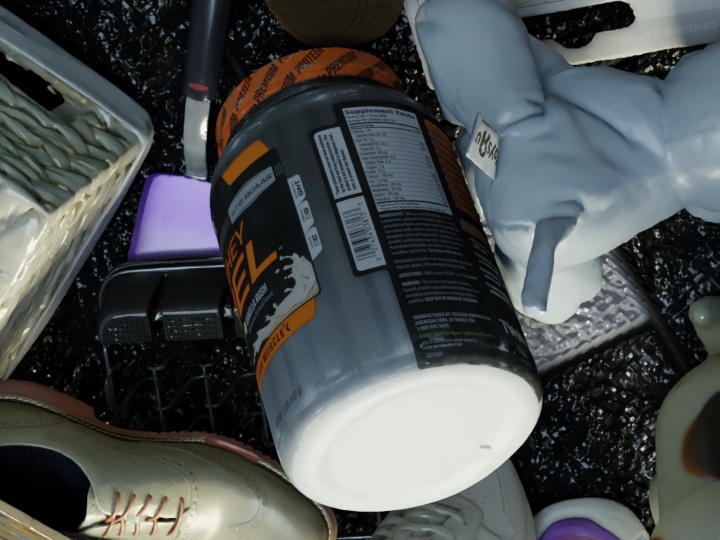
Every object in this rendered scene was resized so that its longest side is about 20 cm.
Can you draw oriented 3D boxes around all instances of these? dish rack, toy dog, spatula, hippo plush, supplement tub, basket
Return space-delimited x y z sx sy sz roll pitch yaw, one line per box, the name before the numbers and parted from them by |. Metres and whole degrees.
dish rack | -0.056 0.093 1.117 0.153 0.055 0.200 -2 112 10
toy dog | 0.193 0.122 0.986 0.139 0.200 0.194 -4 109 16
spatula | -0.082 -0.076 1.080 0.056 0.021 0.200 14 121 7
hippo plush | 0.123 -0.074 0.962 0.161 0.200 0.160 -20 84 2
supplement tub | 0.000 0.000 0.991 0.122 0.200 0.123 -12 143 -9
basket | -0.218 -0.020 1.082 0.135 0.123 0.200 36 118 1

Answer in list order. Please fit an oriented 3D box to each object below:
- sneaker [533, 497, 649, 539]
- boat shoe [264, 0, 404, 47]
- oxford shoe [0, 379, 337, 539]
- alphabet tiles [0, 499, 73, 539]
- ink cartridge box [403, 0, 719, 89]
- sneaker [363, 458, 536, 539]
sneaker | 0.129 0.222 1.102 0.080 0.088 0.200 -15 106 18
boat shoe | -0.020 -0.181 0.973 0.071 0.065 0.200 -8 146 4
oxford shoe | -0.111 0.118 1.065 0.200 0.074 0.071 15 111 1
alphabet tiles | -0.196 0.121 1.079 0.167 0.200 0.008 12 70 42
ink cartridge box | 0.084 -0.192 0.998 0.161 0.050 0.200 -8 125 17
sneaker | 0.031 0.152 1.045 0.075 0.200 0.100 1 140 26
